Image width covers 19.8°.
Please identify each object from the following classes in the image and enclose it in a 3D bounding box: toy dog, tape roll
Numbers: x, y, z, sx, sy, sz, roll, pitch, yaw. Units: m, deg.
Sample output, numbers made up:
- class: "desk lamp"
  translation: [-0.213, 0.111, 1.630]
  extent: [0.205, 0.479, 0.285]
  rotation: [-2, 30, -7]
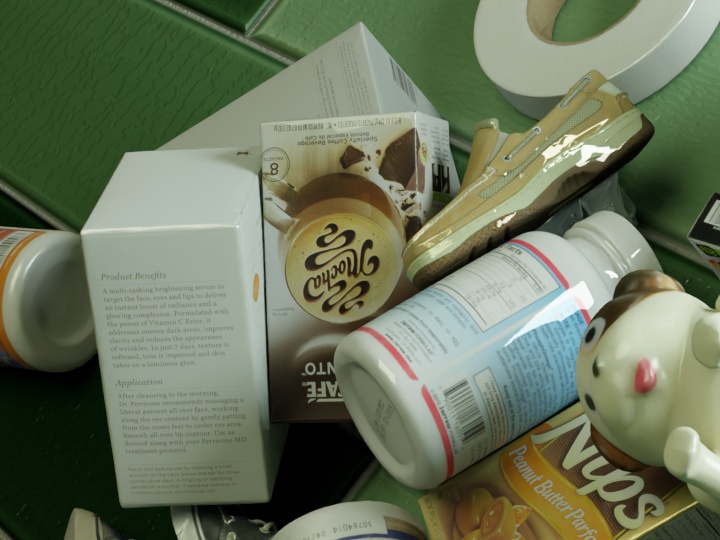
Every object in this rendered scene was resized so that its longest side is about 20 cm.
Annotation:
- class: "toy dog"
  translation: [0.215, 0.061, 1.128]
  extent: [0.199, 0.194, 0.141]
  rotation: [10, 104, 19]
- class: "tape roll"
  translation: [0.176, -0.199, 1.519]
  extent: [0.202, 0.037, 0.204]
  rotation: [-23, 45, 25]

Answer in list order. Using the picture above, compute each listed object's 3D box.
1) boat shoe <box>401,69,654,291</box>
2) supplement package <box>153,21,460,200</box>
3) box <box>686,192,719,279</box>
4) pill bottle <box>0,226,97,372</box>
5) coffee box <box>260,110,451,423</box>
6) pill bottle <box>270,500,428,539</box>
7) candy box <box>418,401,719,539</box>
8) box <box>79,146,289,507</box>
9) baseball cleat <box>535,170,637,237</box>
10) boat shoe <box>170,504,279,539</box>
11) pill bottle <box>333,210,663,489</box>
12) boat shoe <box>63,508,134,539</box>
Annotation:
- class: "boat shoe"
  translation: [0.095, -0.063, 1.342]
  extent: [0.199, 0.072, 0.076]
  rotation: [-34, 80, -25]
- class: "supplement package"
  translation: [-0.042, -0.063, 1.526]
  extent: [0.199, 0.121, 0.120]
  rotation: [-30, 43, 16]
- class: "box"
  translation: [0.293, 0.019, 1.187]
  extent: [0.199, 0.110, 0.035]
  rotation: [20, 71, 48]
- class: "pill bottle"
  translation: [-0.301, 0.020, 1.685]
  extent: [0.199, 0.112, 0.113]
  rotation: [5, 61, 43]
- class: "coffee box"
  translation: [0.000, 0.000, 1.383]
  extent: [0.112, 0.080, 0.202]
  rotation: [-3, 88, 19]
- class: "pill bottle"
  translation: [0.008, 0.248, 1.234]
  extent: [0.111, 0.111, 0.201]
  rotation: [-30, 47, 17]
- class: "candy box"
  translation: [0.140, 0.144, 1.255]
  extent: [0.199, 0.055, 0.116]
  rotation: [-33, 42, 14]
- class: "box"
  translation: [-0.111, 0.035, 1.396]
  extent: [0.105, 0.202, 0.152]
  rotation: [-3, 22, 7]
- class: "baseball cleat"
  translation: [0.125, -0.011, 1.385]
  extent: [0.106, 0.070, 0.201]
  rotation: [-1, 60, 31]
- class: "boat shoe"
  translation: [-0.071, 0.198, 1.376]
  extent: [0.068, 0.072, 0.201]
  rotation: [-36, 44, 13]
- class: "pill bottle"
  translation: [0.091, 0.044, 1.289]
  extent: [0.199, 0.109, 0.109]
  rotation: [-29, 37, -19]
- class: "boat shoe"
  translation: [-0.160, 0.223, 1.442]
  extent: [0.200, 0.092, 0.075]
  rotation: [-138, 63, -74]
